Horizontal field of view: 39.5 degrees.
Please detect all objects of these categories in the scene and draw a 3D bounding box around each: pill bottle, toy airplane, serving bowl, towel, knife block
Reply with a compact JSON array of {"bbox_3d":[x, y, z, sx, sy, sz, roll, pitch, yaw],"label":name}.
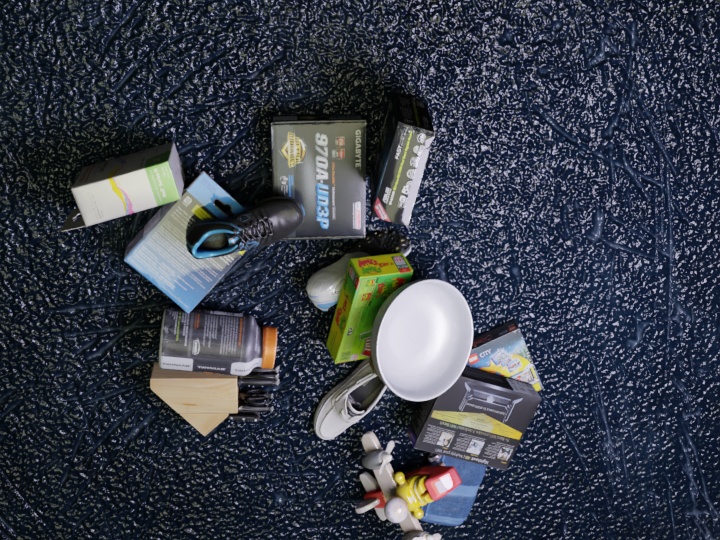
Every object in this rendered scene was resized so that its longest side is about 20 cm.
[{"bbox_3d":[-0.242,0.124,1.714,0.196,0.107,0.108,6,112,-8],"label":"pill bottle"},{"bbox_3d":[0.068,0.413,1.830,0.197,0.141,0.202,23,114,13],"label":"toy airplane"},{"bbox_3d":[0.093,0.111,1.670,0.197,0.065,0.205,-6,101,-32],"label":"serving bowl"},{"bbox_3d":[0.178,0.393,1.902,0.109,0.049,0.203,12,110,-12],"label":"towel"},{"bbox_3d":[-0.247,0.194,1.767,0.175,0.064,0.200,-41,110,11],"label":"knife block"}]

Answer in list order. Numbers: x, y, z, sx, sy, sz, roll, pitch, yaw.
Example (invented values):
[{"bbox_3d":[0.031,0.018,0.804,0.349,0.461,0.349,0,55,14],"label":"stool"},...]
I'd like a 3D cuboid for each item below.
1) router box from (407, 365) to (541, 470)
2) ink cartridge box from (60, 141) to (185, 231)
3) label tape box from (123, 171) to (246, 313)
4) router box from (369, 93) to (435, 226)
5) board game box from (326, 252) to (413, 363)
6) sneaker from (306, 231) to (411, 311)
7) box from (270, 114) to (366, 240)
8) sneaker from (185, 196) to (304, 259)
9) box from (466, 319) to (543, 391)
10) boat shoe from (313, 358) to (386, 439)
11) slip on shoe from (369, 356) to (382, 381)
[{"bbox_3d":[0.203,0.260,1.792,0.197,0.052,0.159,17,109,-21],"label":"router box"},{"bbox_3d":[-0.383,-0.133,1.587,0.196,0.117,0.068,-16,113,0],"label":"ink cartridge box"},{"bbox_3d":[-0.273,-0.053,1.660,0.144,0.063,0.200,41,100,-20],"label":"label tape box"},{"bbox_3d":[0.062,-0.177,1.569,0.061,0.201,0.152,14,111,-7],"label":"router box"},{"bbox_3d":[0.013,0.065,1.699,0.100,0.048,0.202,-7,135,-26],"label":"board game box"},{"bbox_3d":[0.000,0.000,1.717,0.198,0.072,0.073,-29,141,2],"label":"sneaker"},{"bbox_3d":[-0.069,-0.153,1.650,0.155,0.046,0.204,-1,112,-5],"label":"box"},{"bbox_3d":[-0.181,-0.058,1.593,0.196,0.082,0.074,-18,110,-2],"label":"sneaker"},{"bbox_3d":[0.219,0.193,1.828,0.197,0.038,0.138,-24,113,4],"label":"box"},{"bbox_3d":[-0.014,0.240,1.805,0.072,0.066,0.200,39,108,-20],"label":"boat shoe"},{"bbox_3d":[0.104,0.137,1.764,0.198,0.060,0.077,-29,121,-27],"label":"slip on shoe"}]
